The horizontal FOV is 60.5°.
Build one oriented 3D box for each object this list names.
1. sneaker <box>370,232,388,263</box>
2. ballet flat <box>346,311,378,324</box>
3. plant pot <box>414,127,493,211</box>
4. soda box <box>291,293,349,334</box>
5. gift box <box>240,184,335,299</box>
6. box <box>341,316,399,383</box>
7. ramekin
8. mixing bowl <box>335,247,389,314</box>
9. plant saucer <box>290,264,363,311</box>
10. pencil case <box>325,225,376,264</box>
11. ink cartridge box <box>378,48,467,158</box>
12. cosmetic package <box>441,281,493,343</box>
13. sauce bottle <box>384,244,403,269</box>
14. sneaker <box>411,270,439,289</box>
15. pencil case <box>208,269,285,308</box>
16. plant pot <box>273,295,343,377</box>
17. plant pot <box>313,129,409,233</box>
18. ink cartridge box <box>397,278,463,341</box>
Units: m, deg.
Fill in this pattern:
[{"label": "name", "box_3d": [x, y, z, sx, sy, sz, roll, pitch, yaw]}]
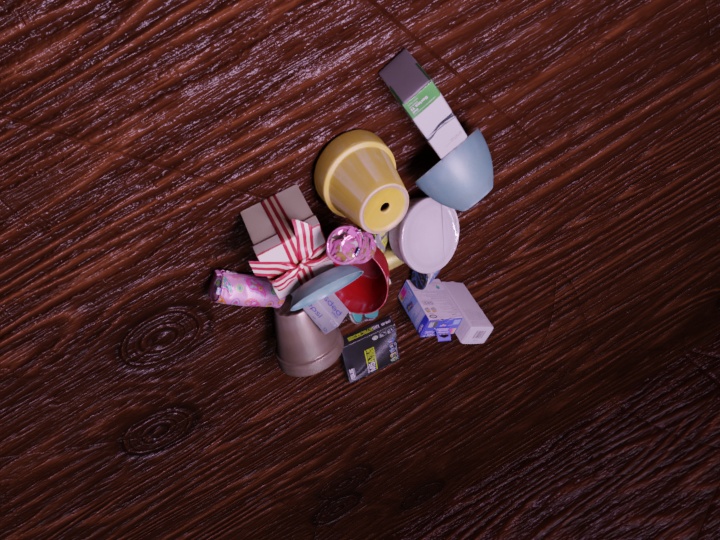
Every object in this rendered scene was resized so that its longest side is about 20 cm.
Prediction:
[{"label": "sneaker", "box_3d": [0.041, -0.120, 1.631, 0.076, 0.074, 0.204, -39, 148, -43]}, {"label": "ballet flat", "box_3d": [-0.012, 0.118, 1.786, 0.072, 0.073, 0.199, -43, 161, 14]}, {"label": "plant pot", "box_3d": [0.248, -0.228, 1.511, 0.199, 0.200, 0.136, -39, 94, 3]}, {"label": "soda box", "box_3d": [-0.122, 0.062, 1.598, 0.063, 0.201, 0.068, -33, -169, 41]}, {"label": "gift box", "box_3d": [-0.176, -0.066, 1.443, 0.182, 0.188, 0.202, -29, 141, -2]}, {"label": "box", "box_3d": [0.029, 0.258, 1.998, 0.189, 0.048, 0.203, -24, 138, -13]}, {"label": "ramekin", "box_3d": [0.163, -0.100, 1.644, 0.198, 0.093, 0.209, -9, 107, -32]}, {"label": "mixing bowl", "box_3d": [0.000, 0.000, 1.605, 0.109, 0.196, 0.203, -50, 163, -50]}, {"label": "plant saucer", "box_3d": [-0.086, 0.034, 1.466, 0.196, 0.037, 0.200, -27, 173, -4]}, {"label": "pencil case", "box_3d": [-0.018, -0.056, 1.407, 0.084, 0.086, 0.200, -1, 180, 11]}, {"label": "ink cartridge box", "box_3d": [0.141, -0.368, 1.376, 0.082, 0.148, 0.199, -37, 138, 11]}, {"label": "cosmetic package", "box_3d": [0.318, 0.130, 1.933, 0.099, 0.202, 0.075, 6, 129, -34]}, {"label": "sauce bottle", "box_3d": [0.071, -0.030, 1.725, 0.196, 0.065, 0.066, -26, 140, -9]}, {"label": "sneaker", "box_3d": [0.206, -0.041, 1.808, 0.076, 0.075, 0.203, -26, 144, -41]}, {"label": "pencil case", "box_3d": [-0.286, 0.047, 1.565, 0.196, 0.088, 0.088, 9, 126, -36]}, {"label": "plant pot", "box_3d": [-0.158, 0.157, 1.694, 0.196, 0.201, 0.177, -22, 123, -10]}, {"label": "plant pot", "box_3d": [0.015, -0.191, 1.428, 0.196, 0.190, 0.204, -19, 135, -20]}, {"label": "ink cartridge box", "box_3d": [0.216, 0.122, 1.861, 0.133, 0.202, 0.078, -1, 132, -30]}]
